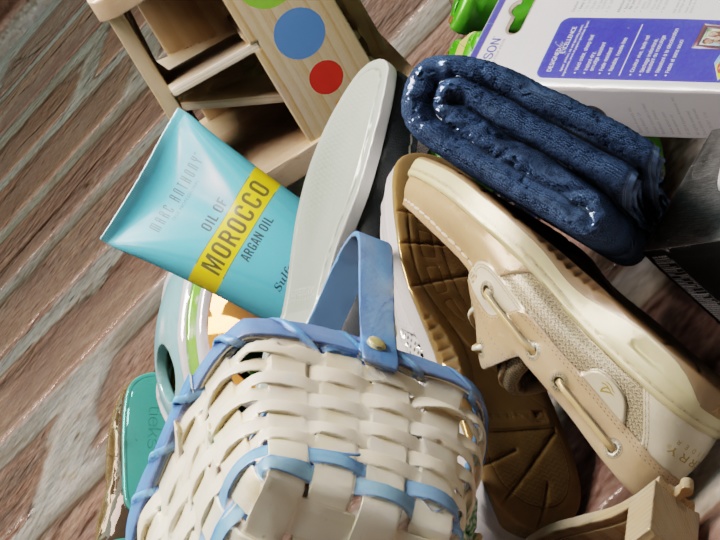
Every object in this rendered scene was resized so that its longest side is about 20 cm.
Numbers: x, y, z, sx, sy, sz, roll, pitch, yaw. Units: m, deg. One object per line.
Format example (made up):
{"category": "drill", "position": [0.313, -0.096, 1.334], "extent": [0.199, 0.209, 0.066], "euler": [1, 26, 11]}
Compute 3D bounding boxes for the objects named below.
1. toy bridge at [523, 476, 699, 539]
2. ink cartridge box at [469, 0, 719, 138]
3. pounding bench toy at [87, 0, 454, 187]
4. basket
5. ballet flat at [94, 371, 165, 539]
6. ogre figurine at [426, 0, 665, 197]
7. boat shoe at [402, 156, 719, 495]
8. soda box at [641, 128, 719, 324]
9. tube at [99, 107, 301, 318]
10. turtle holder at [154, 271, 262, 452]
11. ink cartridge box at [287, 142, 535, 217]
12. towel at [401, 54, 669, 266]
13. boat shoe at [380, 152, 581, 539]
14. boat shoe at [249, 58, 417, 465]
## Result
{"category": "toy bridge", "position": [0.069, 0.142, 1.040], "extent": [0.200, 0.027, 0.067], "euler": [-43, 19, 31]}
{"category": "ink cartridge box", "position": [0.152, -0.108, 1.156], "extent": [0.199, 0.039, 0.100], "euler": [6, 54, 34]}
{"category": "pounding bench toy", "position": [-0.035, -0.158, 1.318], "extent": [0.200, 0.156, 0.124], "euler": [-31, 24, -1]}
{"category": "basket", "position": [-0.025, 0.098, 1.069], "extent": [0.200, 0.139, 0.177], "euler": [-101, 32, -59]}
{"category": "ballet flat", "position": [-0.123, 0.157, 1.419], "extent": [0.072, 0.067, 0.201], "euler": [92, 180, -62]}
{"category": "ogre figurine", "position": [0.104, -0.107, 1.262], "extent": [0.200, 0.119, 0.098], "euler": [-85, 18, -54]}
{"category": "boat shoe", "position": [0.075, 0.021, 1.068], "extent": [0.065, 0.071, 0.200], "euler": [-53, 50, 9]}
{"category": "soda box", "position": [0.196, -0.023, 0.982], "extent": [0.071, 0.063, 0.200], "euler": [-57, 18, -17]}
{"category": "tube", "position": [-0.027, 0.003, 1.264], "extent": [0.078, 0.200, 0.050], "euler": [-60, 3, -13]}
{"category": "turtle holder", "position": [-0.058, 0.049, 1.360], "extent": [0.185, 0.141, 0.132], "euler": [-31, 28, 46]}
{"category": "ink cartridge box", "position": [-0.009, -0.044, 1.387], "extent": [0.199, 0.094, 0.044], "euler": [-15, 51, 32]}
{"category": "towel", "position": [0.080, -0.049, 1.081], "extent": [0.049, 0.111, 0.200], "euler": [-60, -10, 3]}
{"category": "boat shoe", "position": [0.039, 0.042, 1.139], "extent": [0.069, 0.071, 0.201], "euler": [-48, 46, 46]}
{"category": "boat shoe", "position": [0.000, 0.000, 1.211], "extent": [0.076, 0.060, 0.201], "euler": [14, 88, 70]}
